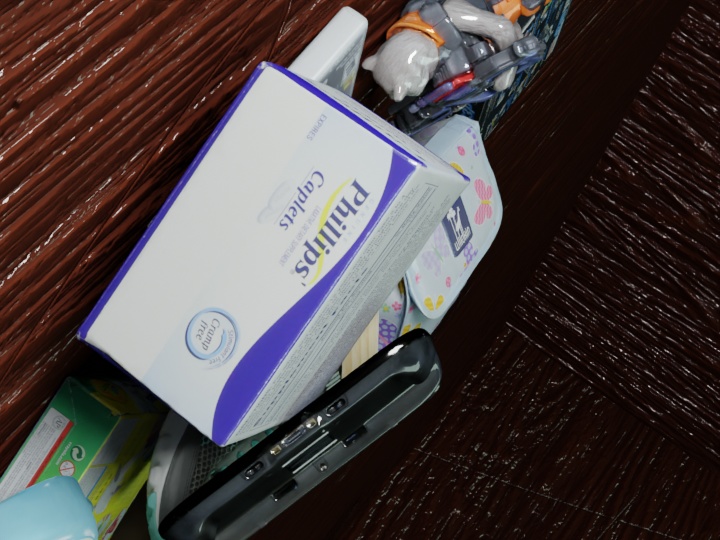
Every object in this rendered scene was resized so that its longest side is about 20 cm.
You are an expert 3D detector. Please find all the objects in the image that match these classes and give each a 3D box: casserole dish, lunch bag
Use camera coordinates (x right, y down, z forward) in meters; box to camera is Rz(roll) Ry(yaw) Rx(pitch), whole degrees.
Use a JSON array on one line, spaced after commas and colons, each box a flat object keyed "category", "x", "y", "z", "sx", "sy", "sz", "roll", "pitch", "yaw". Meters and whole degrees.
[{"category": "casserole dish", "x": -0.219, "y": 0.192, "z": 0.930, "sx": 0.199, "sy": 0.039, "sz": 0.122, "roll": -27, "pitch": 147, "yaw": -41}, {"category": "lunch bag", "x": 0.036, "y": -0.016, "z": 1.419, "sx": 0.170, "sy": 0.127, "sz": 0.201, "roll": -49, "pitch": 163, "yaw": -45}]

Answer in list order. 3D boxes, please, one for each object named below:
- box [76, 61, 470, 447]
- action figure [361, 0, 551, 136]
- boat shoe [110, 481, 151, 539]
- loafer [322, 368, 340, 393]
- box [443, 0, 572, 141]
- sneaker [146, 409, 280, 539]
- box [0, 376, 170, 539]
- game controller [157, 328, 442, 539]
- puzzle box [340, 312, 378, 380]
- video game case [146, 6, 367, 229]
[{"category": "box", "x": -0.042, "y": -0.010, "z": 0.951, "sx": 0.184, "sy": 0.105, "sz": 0.200, "roll": -55, "pitch": 171, "yaw": 7}, {"category": "action figure", "x": 0.065, "y": -0.171, "z": 1.219, "sx": 0.200, "sy": 0.105, "sz": 0.193, "roll": -28, "pitch": -173, "yaw": 47}, {"category": "boat shoe", "x": -0.192, "y": 0.214, "z": 1.213, "sx": 0.203, "sy": 0.074, "sz": 0.075, "roll": -53, "pitch": 165, "yaw": -15}, {"category": "loafer", "x": -0.062, "y": 0.041, "z": 1.304, "sx": 0.073, "sy": 0.071, "sz": 0.200, "roll": -36, "pitch": 150, "yaw": -17}, {"category": "box", "x": 0.134, "y": -0.205, "z": 1.492, "sx": 0.159, "sy": 0.046, "sz": 0.200, "roll": -52, "pitch": 170, "yaw": -20}, {"category": "sneaker", "x": -0.075, "y": 0.096, "z": 1.090, "sx": 0.078, "sy": 0.091, "sz": 0.201, "roll": 93, "pitch": 19, "yaw": -66}, {"category": "box", "x": -0.172, "y": 0.127, "z": 1.083, "sx": 0.118, "sy": 0.048, "sz": 0.200, "roll": -56, "pitch": 169, "yaw": 1}, {"category": "game controller", "x": -0.035, "y": 0.104, "z": 1.008, "sx": 0.200, "sy": 0.042, "sz": 0.104, "roll": -38, "pitch": 159, "yaw": -3}, {"category": "puzzle box", "x": 0.000, "y": 0.000, "z": 1.129, "sx": 0.133, "sy": 0.025, "sz": 0.202, "roll": -87, "pitch": 178, "yaw": -85}, {"category": "video game case", "x": -0.069, "y": -0.050, "z": 1.063, "sx": 0.200, "sy": 0.023, "sz": 0.182, "roll": -51, "pitch": 170, "yaw": -25}]
